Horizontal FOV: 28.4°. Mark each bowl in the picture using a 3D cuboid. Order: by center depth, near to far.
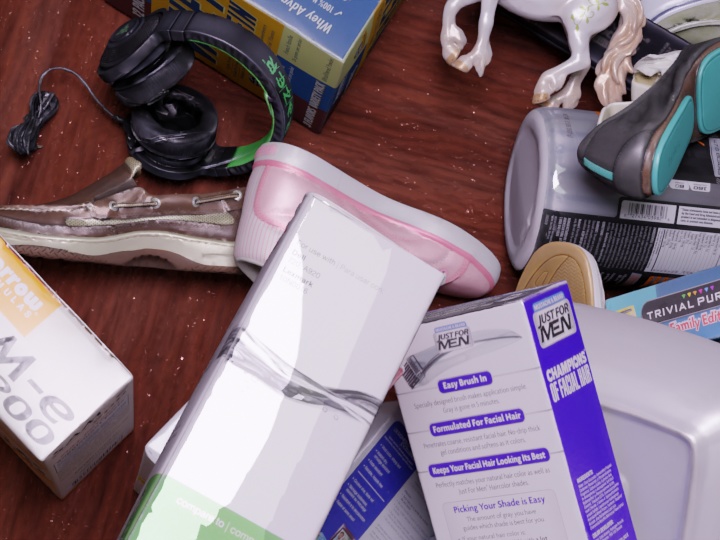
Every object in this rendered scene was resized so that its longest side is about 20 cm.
[{"bbox_3d":[0.160,0.136,0.901,0.198,0.074,0.202,18,111,32],"label":"bowl"}]

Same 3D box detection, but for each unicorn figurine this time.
[{"bbox_3d":[0.115,-0.199,1.014,0.198,0.074,0.139,20,101,-20],"label":"unicorn figurine"}]

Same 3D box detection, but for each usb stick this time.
[{"bbox_3d":[0.178,-0.179,1.066,0.199,0.033,0.056,37,88,26],"label":"usb stick"}]

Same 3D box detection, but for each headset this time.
[{"bbox_3d":[-0.147,-0.113,0.991,0.198,0.124,0.094,2,43,21],"label":"headset"}]

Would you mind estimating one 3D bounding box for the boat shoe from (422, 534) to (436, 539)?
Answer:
[{"bbox_3d":[0.049,0.274,0.926,0.071,0.062,0.203,7,85,-17],"label":"boat shoe"}]

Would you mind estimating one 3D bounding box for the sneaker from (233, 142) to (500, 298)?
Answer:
[{"bbox_3d":[0.000,0.000,0.989,0.199,0.075,0.106,26,70,-21],"label":"sneaker"}]

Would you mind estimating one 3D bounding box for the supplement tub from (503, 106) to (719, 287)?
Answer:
[{"bbox_3d":[0.211,-0.049,1.026,0.197,0.123,0.124,5,74,-8],"label":"supplement tub"}]

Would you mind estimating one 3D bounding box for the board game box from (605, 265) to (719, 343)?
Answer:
[{"bbox_3d":[0.286,0.034,0.955,0.199,0.150,0.048,10,68,-41],"label":"board game box"}]

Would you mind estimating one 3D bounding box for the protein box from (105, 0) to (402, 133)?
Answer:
[{"bbox_3d":[-0.054,-0.252,1.032,0.197,0.135,0.201,31,72,0],"label":"protein box"}]

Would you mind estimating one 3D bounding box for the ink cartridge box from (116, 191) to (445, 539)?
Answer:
[{"bbox_3d":[-0.047,0.079,0.727,0.084,0.146,0.201,29,73,-5],"label":"ink cartridge box"}]

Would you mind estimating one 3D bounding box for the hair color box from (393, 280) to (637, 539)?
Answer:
[{"bbox_3d":[0.094,0.117,0.859,0.065,0.109,0.202,-20,95,-52],"label":"hair color box"}]

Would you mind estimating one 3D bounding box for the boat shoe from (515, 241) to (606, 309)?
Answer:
[{"bbox_3d":[0.147,0.075,0.986,0.069,0.070,0.203,-15,111,-46],"label":"boat shoe"}]

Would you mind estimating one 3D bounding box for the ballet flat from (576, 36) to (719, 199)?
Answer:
[{"bbox_3d":[0.205,-0.113,0.954,0.068,0.069,0.200,16,34,30],"label":"ballet flat"}]

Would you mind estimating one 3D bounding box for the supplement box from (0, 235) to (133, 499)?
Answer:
[{"bbox_3d":[-0.208,0.065,0.886,0.126,0.200,0.073,45,73,6],"label":"supplement box"}]

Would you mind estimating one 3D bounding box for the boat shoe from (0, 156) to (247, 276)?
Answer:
[{"bbox_3d":[-0.166,-0.041,0.987,0.200,0.075,0.076,5,89,-19],"label":"boat shoe"}]

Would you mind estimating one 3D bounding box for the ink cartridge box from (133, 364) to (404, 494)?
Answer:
[{"bbox_3d":[-0.064,0.102,0.900,0.083,0.200,0.145,43,73,1],"label":"ink cartridge box"}]

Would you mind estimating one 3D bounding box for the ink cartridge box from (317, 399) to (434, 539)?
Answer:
[{"bbox_3d":[0.002,0.168,0.954,0.200,0.039,0.100,-47,119,-17],"label":"ink cartridge box"}]

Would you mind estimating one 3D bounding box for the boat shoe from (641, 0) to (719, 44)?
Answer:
[{"bbox_3d":[0.307,-0.187,1.095,0.198,0.072,0.063,-5,64,-13],"label":"boat shoe"}]
